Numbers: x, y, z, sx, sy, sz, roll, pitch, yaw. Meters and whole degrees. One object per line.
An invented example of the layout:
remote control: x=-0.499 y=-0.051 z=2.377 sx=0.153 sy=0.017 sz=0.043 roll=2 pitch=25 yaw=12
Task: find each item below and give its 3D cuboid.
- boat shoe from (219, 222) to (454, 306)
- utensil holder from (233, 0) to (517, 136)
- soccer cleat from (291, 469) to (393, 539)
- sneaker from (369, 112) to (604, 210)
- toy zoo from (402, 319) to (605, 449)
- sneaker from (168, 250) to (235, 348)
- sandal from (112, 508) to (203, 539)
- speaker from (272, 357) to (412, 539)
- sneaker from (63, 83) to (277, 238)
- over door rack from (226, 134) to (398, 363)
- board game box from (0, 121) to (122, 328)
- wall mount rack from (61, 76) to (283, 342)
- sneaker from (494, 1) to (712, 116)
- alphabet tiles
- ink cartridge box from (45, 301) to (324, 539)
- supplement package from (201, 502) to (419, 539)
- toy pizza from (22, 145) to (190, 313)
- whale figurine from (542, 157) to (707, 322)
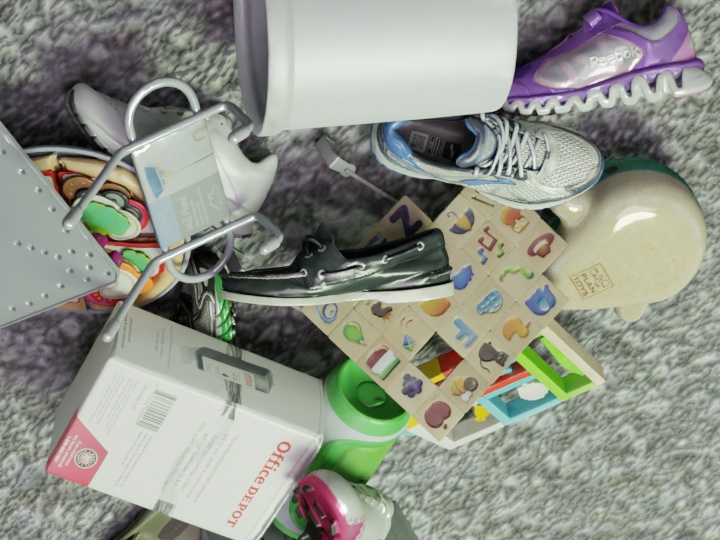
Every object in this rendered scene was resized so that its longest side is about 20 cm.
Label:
boat shoe: x=-0.019 y=-0.007 z=1.650 sx=0.197 sy=0.075 sz=0.067 roll=-2 pitch=98 yaw=-5
utensil holder: x=0.008 y=-0.199 z=1.575 sx=0.198 sy=0.170 sz=0.171 roll=-5 pitch=120 yaw=-13
soccer cleat: x=-0.010 y=0.207 z=1.720 sx=0.086 sy=0.070 sz=0.200 roll=-31 pitch=161 yaw=-16
sneaker: x=0.106 y=-0.096 z=1.648 sx=0.198 sy=0.085 sz=0.078 roll=7 pitch=87 yaw=-1
toy zoo: x=0.108 y=0.108 z=1.809 sx=0.199 sy=0.021 sz=0.131 roll=-25 pitch=144 yaw=19
sneaker: x=-0.158 y=0.073 z=1.743 sx=0.084 sy=0.078 sz=0.202 roll=7 pitch=118 yaw=-15
sandal: x=-0.205 y=0.283 z=1.862 sx=0.079 sy=0.057 sz=0.202 roll=29 pitch=109 yaw=-27
speaker: x=-0.022 y=0.161 z=1.783 sx=0.088 sy=0.089 sz=0.201 roll=11 pitch=139 yaw=-18
sneaker: x=-0.157 y=-0.107 z=1.656 sx=0.199 sy=0.074 sz=0.088 roll=31 pitch=91 yaw=-28
over door rack: x=0.000 y=0.000 z=1.742 sx=0.199 sy=0.067 sz=0.148 roll=34 pitch=107 yaw=-27
board game box: x=-0.318 y=-0.045 z=1.608 sx=0.199 sy=0.026 sz=0.201 roll=-19 pitch=119 yaw=33
wall mount rack: x=-0.155 y=-0.043 z=1.573 sx=0.173 sy=0.075 sz=0.201 roll=-27 pitch=130 yaw=-16
sneaker: x=0.194 y=-0.179 z=1.681 sx=0.198 sy=0.080 sz=0.089 roll=-8 pitch=96 yaw=7
alphabet tiles: x=0.075 y=0.017 z=1.699 sx=0.167 sy=0.008 sz=0.200 roll=43 pitch=90 yaw=-5
ink cartridge box: x=-0.148 y=0.133 z=1.697 sx=0.199 sy=0.085 sz=0.146 roll=23 pitch=124 yaw=-16
supplement package: x=-0.045 y=0.302 z=1.862 sx=0.198 sy=0.110 sz=0.115 roll=-3 pitch=120 yaw=-21
toy pizza: x=-0.240 y=-0.025 z=1.653 sx=0.198 sy=0.032 sz=0.201 roll=3 pitch=137 yaw=3
whale figurine: x=0.206 y=-0.023 z=1.759 sx=0.199 sy=0.104 sz=0.159 roll=-29 pitch=121 yaw=15
